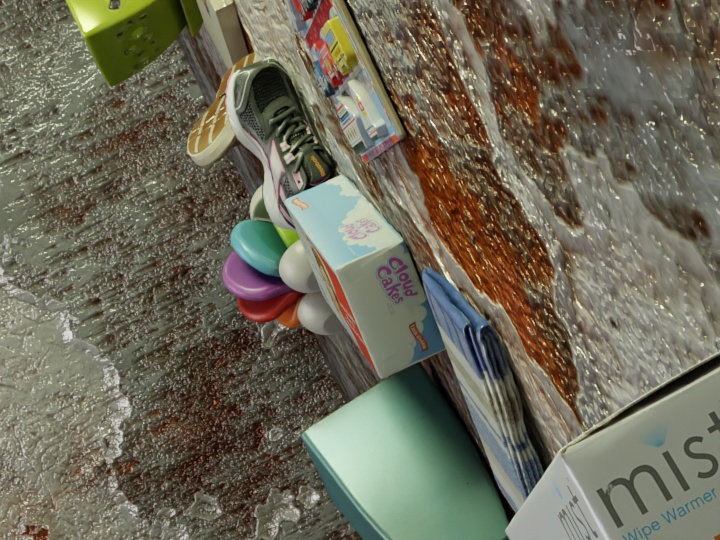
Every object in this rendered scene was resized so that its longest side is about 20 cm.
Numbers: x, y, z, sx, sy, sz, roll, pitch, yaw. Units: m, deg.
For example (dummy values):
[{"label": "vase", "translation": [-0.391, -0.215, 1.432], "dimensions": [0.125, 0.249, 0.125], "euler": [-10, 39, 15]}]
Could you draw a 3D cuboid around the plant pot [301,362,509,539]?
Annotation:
[{"label": "plant pot", "translation": [0.063, 0.226, 1.247], "dimensions": [0.200, 0.141, 0.142], "euler": [51, 167, 37]}]

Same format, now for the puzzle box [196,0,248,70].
[{"label": "puzzle box", "translation": [-0.176, -0.317, 1.578], "dimensions": [0.200, 0.025, 0.133], "euler": [78, 166, -66]}]

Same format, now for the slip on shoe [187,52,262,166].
[{"label": "slip on shoe", "translation": [-0.129, -0.162, 1.355], "dimensions": [0.061, 0.076, 0.200], "euler": [50, -155, -23]}]

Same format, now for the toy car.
[{"label": "toy car", "translation": [-0.103, -0.005, 1.632], "dimensions": [0.175, 0.149, 0.200], "euler": [60, 173, 40]}]

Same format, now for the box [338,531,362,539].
[{"label": "box", "translation": [0.063, 0.463, 1.894], "dimensions": [0.165, 0.199, 0.166], "euler": [65, 174, -2]}]

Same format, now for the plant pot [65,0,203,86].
[{"label": "plant pot", "translation": [-0.340, -0.417, 1.843], "dimensions": [0.201, 0.181, 0.199], "euler": [63, 175, 11]}]

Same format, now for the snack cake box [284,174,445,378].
[{"label": "snack cake box", "translation": [0.000, 0.000, 1.152], "dimensions": [0.200, 0.067, 0.115], "euler": [-128, 16, -64]}]

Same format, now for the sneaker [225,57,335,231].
[{"label": "sneaker", "translation": [-0.064, -0.121, 1.272], "dimensions": [0.086, 0.080, 0.201], "euler": [26, 147, 47]}]

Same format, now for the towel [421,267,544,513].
[{"label": "towel", "translation": [0.099, 0.103, 0.930], "dimensions": [0.147, 0.024, 0.201], "euler": [-126, 14, -72]}]

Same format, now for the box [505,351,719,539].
[{"label": "box", "translation": [0.131, 0.121, 0.376], "dimensions": [0.177, 0.096, 0.200], "euler": [60, 174, 15]}]

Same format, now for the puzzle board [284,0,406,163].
[{"label": "puzzle board", "translation": [-0.019, -0.153, 0.921], "dimensions": [0.200, 0.017, 0.151], "euler": [-175, 60, -84]}]
